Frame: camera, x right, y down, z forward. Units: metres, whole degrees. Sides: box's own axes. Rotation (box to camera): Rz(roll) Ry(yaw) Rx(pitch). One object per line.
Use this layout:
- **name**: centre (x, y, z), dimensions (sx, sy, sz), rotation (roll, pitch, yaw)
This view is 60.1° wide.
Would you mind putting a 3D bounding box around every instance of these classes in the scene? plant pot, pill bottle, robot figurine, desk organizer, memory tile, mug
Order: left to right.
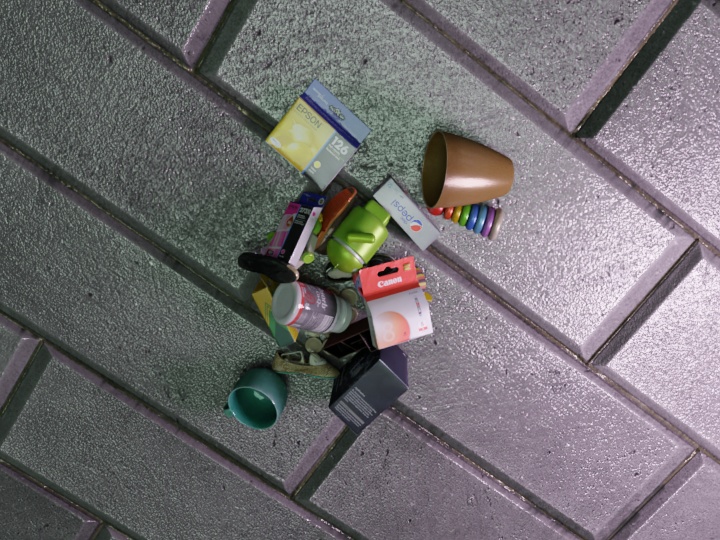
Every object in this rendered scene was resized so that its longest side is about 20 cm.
- **mug**: centre (-0.297, 0.350, 1.761), dimensions (0.181, 0.115, 0.154), rotation (11, 122, 12)
- **pill bottle**: centre (-0.124, 0.099, 1.626), dimensions (0.198, 0.116, 0.117), rotation (18, 112, -42)
- **memory tile**: centre (-0.081, 0.142, 1.746), dimensions (0.150, 0.017, 0.204), rotation (2, 107, 2)
- **robot figurine**: centre (-0.008, -0.081, 1.593), dimensions (0.115, 0.176, 0.201), rotation (39, 82, 2)
- **desk organizer**: centre (-0.002, 0.185, 1.678), dimensions (0.198, 0.077, 0.072), rotation (-26, 106, 27)
- **plant pot**: centre (0.272, -0.241, 1.541), dimensions (0.196, 0.187, 0.190), rotation (3, 108, -12)

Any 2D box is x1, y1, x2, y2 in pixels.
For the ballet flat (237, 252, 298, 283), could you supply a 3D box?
- **ballet flat**: centre (-0.230, -0.016, 1.578), dimensions (0.197, 0.057, 0.068), rotation (17, 124, 32)

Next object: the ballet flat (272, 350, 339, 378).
- **ballet flat**: centre (-0.155, 0.261, 1.753), dimensions (0.196, 0.071, 0.067), rotation (4, 99, 7)

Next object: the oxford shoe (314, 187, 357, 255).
- **oxford shoe**: centre (-0.063, -0.130, 1.646), dimensions (0.072, 0.072, 0.201), rotation (29, 106, -35)

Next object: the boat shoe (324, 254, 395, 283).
- **boat shoe**: centre (0.000, 0.000, 1.673), dimensions (0.196, 0.068, 0.073), rotation (-5, 105, 2)

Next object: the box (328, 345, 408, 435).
- **box**: centre (0.025, 0.301, 1.696), dimensions (0.117, 0.197, 0.200), rotation (44, 104, -10)

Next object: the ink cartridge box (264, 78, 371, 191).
- **ink cartridge box**: centre (-0.107, -0.342, 1.585), dimensions (0.197, 0.047, 0.200), rotation (40, 107, -8)

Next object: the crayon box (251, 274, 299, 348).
- **crayon box**: centre (-0.231, 0.092, 1.681), dimensions (0.050, 0.127, 0.203), rotation (-23, 104, 9)

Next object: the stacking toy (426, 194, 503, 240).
- **stacking toy**: centre (0.265, -0.145, 1.614), dimensions (0.196, 0.085, 0.087), rotation (16, 108, 3)

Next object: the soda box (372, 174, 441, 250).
- **soda box**: centre (0.120, -0.150, 1.622), dimensions (0.068, 0.064, 0.200), rotation (-42, 101, 12)

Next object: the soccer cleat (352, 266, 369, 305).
- **soccer cleat**: centre (0.034, 0.075, 1.661), dimensions (0.066, 0.077, 0.201), rotation (-22, 131, 8)

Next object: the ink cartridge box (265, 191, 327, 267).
- **ink cartridge box**: centre (-0.164, -0.113, 1.594), dimensions (0.037, 0.094, 0.203), rotation (38, 73, -48)

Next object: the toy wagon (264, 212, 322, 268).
- **toy wagon**: centre (-0.165, -0.074, 1.622), dimensions (0.199, 0.156, 0.039), rotation (-39, 141, 13)

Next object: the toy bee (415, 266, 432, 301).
- **toy bee**: centre (0.149, 0.096, 1.675), dimensions (0.108, 0.130, 0.203), rotation (27, 135, 39)

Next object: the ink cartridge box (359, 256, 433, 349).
- **ink cartridge box**: centre (0.093, 0.081, 1.580), dimensions (0.159, 0.050, 0.204), rotation (-14, 102, -18)
